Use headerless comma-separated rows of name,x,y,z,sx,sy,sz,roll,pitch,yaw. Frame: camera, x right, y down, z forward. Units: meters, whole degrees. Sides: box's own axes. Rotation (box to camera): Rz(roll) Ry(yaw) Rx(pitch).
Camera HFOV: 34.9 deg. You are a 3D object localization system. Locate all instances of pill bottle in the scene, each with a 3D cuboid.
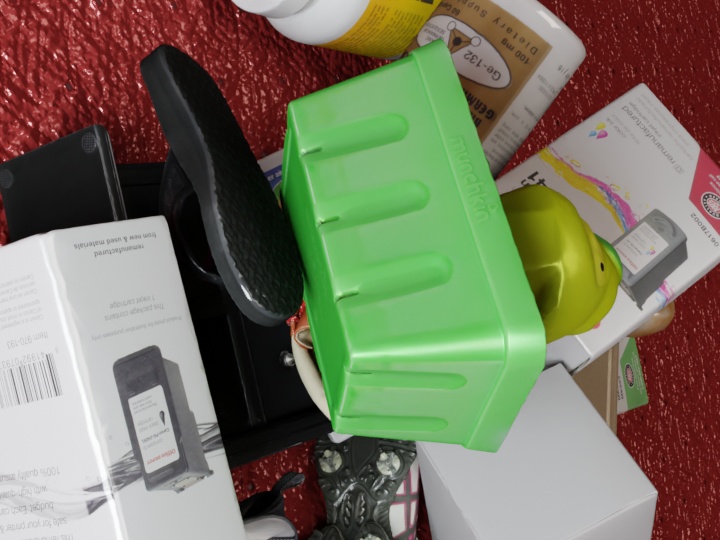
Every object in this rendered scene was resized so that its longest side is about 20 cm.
pill bottle,0.069,-0.118,0.872,0.114,0.114,0.200,30,99,-44
pill bottle,-0.009,-0.225,0.877,0.200,0.113,0.113,-2,80,-52

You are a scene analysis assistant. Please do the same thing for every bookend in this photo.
bookend,-0.097,0.019,0.704,0.200,0.092,0.199,-9,86,-54

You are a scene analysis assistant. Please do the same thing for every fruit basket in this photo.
fruit basket,0.067,-0.009,0.635,0.156,0.215,0.216,102,2,-58

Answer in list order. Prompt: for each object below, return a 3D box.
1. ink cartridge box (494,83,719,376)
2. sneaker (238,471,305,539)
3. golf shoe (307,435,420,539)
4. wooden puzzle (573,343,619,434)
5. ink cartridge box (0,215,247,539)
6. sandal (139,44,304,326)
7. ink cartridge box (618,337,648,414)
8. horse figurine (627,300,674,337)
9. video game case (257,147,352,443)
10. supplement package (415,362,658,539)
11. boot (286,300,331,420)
ink cartridge box,0.177,-0.027,0.858,0.200,0.086,0.148,-34,79,-27
sneaker,-0.052,0.196,0.709,0.200,0.078,0.140,38,58,-40
golf shoe,0.008,0.167,0.826,0.088,0.077,0.200,61,37,-53
wooden puzzle,0.153,0.050,0.932,0.185,0.037,0.200,28,54,-40
ink cartridge box,-0.149,0.088,0.571,0.083,0.145,0.200,-14,90,-55
sandal,-0.083,-0.041,0.635,0.075,0.048,0.201,31,27,-49
ink cartridge box,0.168,0.071,1.033,0.200,0.087,0.146,-5,83,-49
horse figurine,0.211,0.008,0.950,0.200,0.050,0.133,19,55,-41
video game case,0.000,0.000,0.806,0.143,0.018,0.200,-27,94,-11
supplement package,0.124,0.187,0.817,0.121,0.120,0.200,58,-14,38
boot,-0.008,0.007,0.703,0.107,0.075,0.200,1,61,-51
